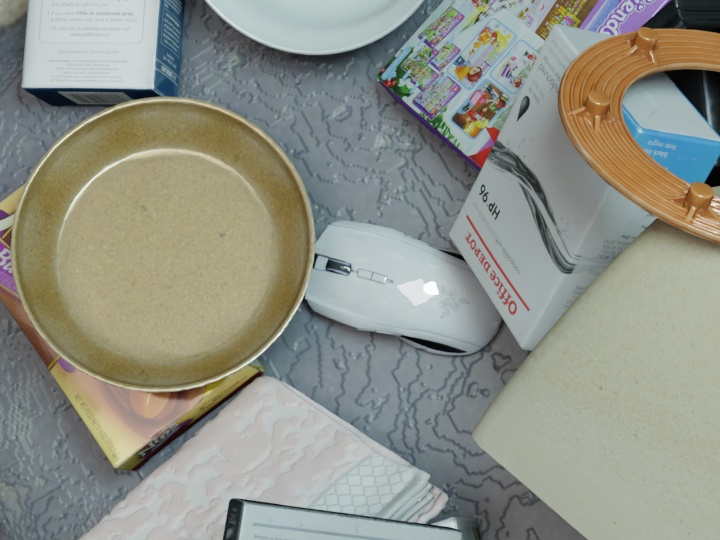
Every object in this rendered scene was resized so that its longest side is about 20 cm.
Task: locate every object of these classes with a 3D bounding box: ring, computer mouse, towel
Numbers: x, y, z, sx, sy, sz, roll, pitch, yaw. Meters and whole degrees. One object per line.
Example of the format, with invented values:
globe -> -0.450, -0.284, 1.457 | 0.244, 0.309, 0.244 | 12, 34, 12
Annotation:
ring -> 0.203, -0.077, 0.980 | 0.199, 0.201, 0.019 | 26, 130, 14
computer mouse -> 0.000, 0.000, 1.229 | 0.199, 0.044, 0.110 | 15, 85, 13
towel -> -0.074, 0.163, 1.149 | 0.200, 0.032, 0.190 | -41, 40, -22

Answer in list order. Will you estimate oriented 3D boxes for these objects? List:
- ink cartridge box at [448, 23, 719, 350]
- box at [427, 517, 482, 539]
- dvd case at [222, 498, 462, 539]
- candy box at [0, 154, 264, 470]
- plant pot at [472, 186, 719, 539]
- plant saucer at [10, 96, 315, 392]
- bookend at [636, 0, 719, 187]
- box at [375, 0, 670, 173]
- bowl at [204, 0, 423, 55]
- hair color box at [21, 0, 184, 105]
ink cartridge box -> 0.123, -0.030, 1.109 | 0.201, 0.067, 0.116 | -65, 35, 30
box -> -0.012, 0.237, 1.171 | 0.199, 0.101, 0.113 | -17, 79, 9
dvd case -> -0.023, 0.241, 1.062 | 0.149, 0.025, 0.202 | 11, 85, -29
candy box -> -0.170, 0.022, 1.256 | 0.116, 0.056, 0.201 | -36, 78, 3
plant pot -> 0.218, 0.061, 0.994 | 0.200, 0.199, 0.178 | 40, 120, 28
plant saucer -> -0.129, -0.015, 1.208 | 0.198, 0.035, 0.202 | 0, 74, -1
bookend -> 0.273, -0.057, 1.111 | 0.198, 0.092, 0.200 | -1, 78, -15
box -> 0.122, -0.158, 1.204 | 0.200, 0.039, 0.137 | -48, 54, 3
bowl -> -0.024, -0.252, 1.228 | 0.199, 0.090, 0.203 | 4, 108, 14
hair color box -> -0.175, -0.219, 1.286 | 0.099, 0.061, 0.202 | 2, 84, 12
